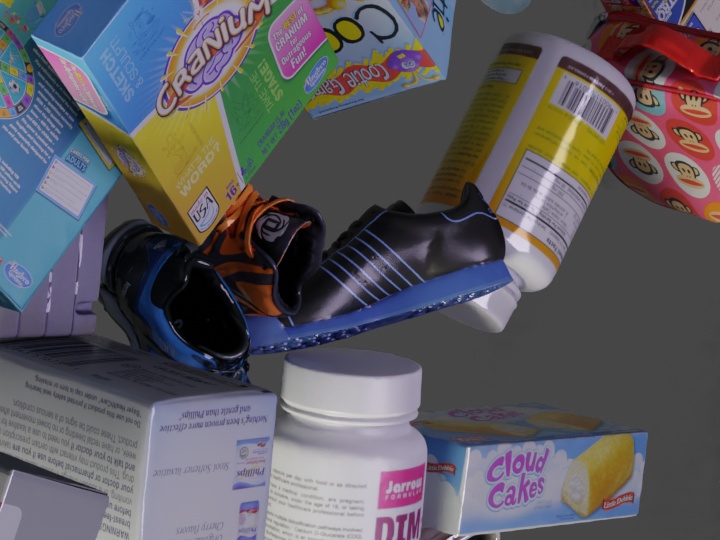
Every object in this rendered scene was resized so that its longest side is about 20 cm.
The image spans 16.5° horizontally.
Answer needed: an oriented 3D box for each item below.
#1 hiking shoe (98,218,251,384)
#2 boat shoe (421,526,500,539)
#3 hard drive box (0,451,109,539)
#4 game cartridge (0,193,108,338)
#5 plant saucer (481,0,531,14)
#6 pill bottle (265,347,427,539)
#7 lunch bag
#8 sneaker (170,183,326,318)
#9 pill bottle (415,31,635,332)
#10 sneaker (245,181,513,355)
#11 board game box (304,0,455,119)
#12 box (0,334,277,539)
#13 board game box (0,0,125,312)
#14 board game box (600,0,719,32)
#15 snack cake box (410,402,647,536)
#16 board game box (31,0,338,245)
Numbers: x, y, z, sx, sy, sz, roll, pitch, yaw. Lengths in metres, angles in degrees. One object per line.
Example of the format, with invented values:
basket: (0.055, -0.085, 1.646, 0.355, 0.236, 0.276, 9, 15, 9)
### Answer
hiking shoe: (-0.104, 0.060, 1.599, 0.074, 0.087, 0.200, -45, 128, -25)
boat shoe: (0.026, 0.246, 1.792, 0.200, 0.065, 0.074, -52, 131, -22)
hard drive box: (-0.251, 0.168, 1.402, 0.077, 0.200, 0.156, 23, 84, -46)
game cartridge: (-0.209, -0.059, 1.505, 0.129, 0.038, 0.201, 0, 99, -41)
plant saucer: (0.094, -0.276, 1.684, 0.201, 0.039, 0.201, 36, 48, -52)
pill bottle: (-0.013, 0.159, 1.696, 0.113, 0.113, 0.201, -5, 103, -44)
lunch bag: (0.244, -0.116, 1.823, 0.082, 0.200, 0.176, -51, 131, -18)
sneaker: (-0.082, -0.053, 1.576, 0.078, 0.112, 0.200, -46, 129, -27)
pill bottle: (0.109, -0.061, 1.766, 0.109, 0.109, 0.200, 39, 73, -43)
sneaker: (0.000, 0.000, 1.676, 0.200, 0.070, 0.078, -16, 82, -8)
board game box: (-0.032, -0.207, 1.570, 0.200, 0.103, 0.105, 50, 35, -39)
box: (-0.156, 0.153, 1.505, 0.105, 0.184, 0.200, -2, 102, -46)
board game box: (-0.197, -0.101, 1.450, 0.200, 0.047, 0.151, -55, 130, -20)
board game box: (0.268, -0.207, 1.927, 0.152, 0.046, 0.200, -55, 132, -24)
snack cake box: (0.100, 0.142, 1.805, 0.200, 0.115, 0.067, -1, 101, -45)
board game box: (-0.097, -0.129, 1.451, 0.153, 0.040, 0.200, -54, 149, -16)
